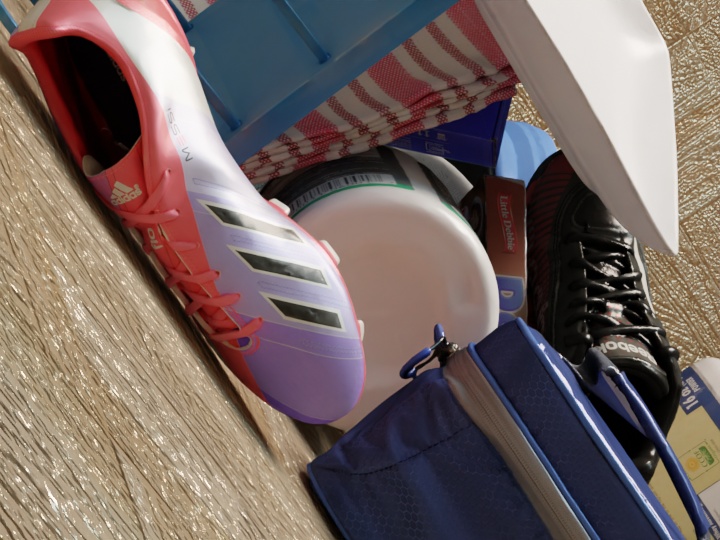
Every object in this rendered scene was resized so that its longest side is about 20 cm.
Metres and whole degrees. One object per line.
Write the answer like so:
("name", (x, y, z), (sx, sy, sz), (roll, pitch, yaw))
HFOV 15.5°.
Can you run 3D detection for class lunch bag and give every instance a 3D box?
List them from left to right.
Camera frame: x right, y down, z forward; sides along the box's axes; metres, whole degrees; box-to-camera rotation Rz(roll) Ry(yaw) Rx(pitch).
("lunch bag", (0.076, 0.112, 1.110), (0.200, 0.132, 0.136), (57, 3, 7))

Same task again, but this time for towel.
("towel", (-0.035, -0.115, 1.262), (0.146, 0.200, 0.030), (56, -27, 30))

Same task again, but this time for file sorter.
("file sorter", (-0.054, -0.144, 1.123), (0.123, 0.200, 0.139), (51, 5, -26))

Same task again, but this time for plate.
("plate", (0.095, -0.128, 1.270), (0.200, 0.032, 0.200), (56, 23, -28))

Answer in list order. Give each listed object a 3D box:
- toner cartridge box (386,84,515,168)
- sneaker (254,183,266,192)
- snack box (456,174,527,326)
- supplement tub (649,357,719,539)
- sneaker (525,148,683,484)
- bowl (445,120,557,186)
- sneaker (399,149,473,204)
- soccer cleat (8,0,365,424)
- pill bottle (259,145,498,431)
("toner cartridge box", (-0.018, -0.121, 1.341), (0.199, 0.095, 0.043), (13, -17, 7))
("sneaker", (-0.039, -0.122, 1.422), (0.077, 0.200, 0.086), (6, -20, 35))
("snack box", (0.061, 0.059, 1.300), (0.072, 0.024, 0.201), (130, -37, -67))
("supplement tub", (0.183, 0.164, 1.688), (0.145, 0.200, 0.144), (56, 2, -4))
("sneaker", (0.117, 0.029, 1.291), (0.098, 0.071, 0.201), (137, -43, -66))
("bowl", (0.053, 0.008, 1.496), (0.039, 0.201, 0.201), (17, 16, -17))
("sneaker", (0.015, -0.016, 1.463), (0.200, 0.073, 0.112), (21, -21, 41))
("soccer cleat", (-0.067, -0.022, 1.016), (0.200, 0.067, 0.076), (62, 33, -7))
("pill bottle", (0.000, 0.000, 1.263), (0.113, 0.113, 0.200), (56, 3, -12))
